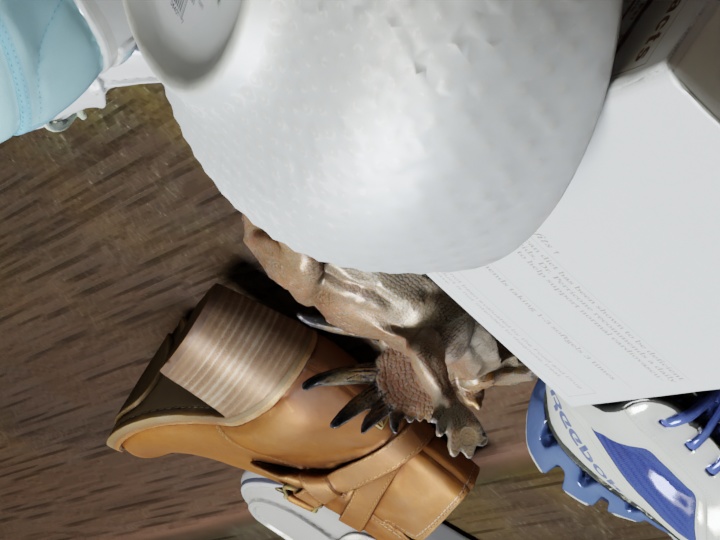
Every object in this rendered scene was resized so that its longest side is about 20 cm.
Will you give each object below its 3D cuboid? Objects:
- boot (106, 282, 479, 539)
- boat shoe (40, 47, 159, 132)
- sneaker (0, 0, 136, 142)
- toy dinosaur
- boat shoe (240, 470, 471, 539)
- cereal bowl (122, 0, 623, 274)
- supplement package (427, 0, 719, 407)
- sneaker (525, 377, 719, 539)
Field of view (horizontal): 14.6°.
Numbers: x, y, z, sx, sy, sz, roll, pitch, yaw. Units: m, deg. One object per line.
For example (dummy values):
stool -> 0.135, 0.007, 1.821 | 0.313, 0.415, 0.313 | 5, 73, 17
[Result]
boot -> -0.035, 0.087, 1.357 | 0.155, 0.074, 0.200 | 33, 161, -6
boat shoe -> -0.121, -0.085, 1.046 | 0.199, 0.067, 0.074 | 11, -162, 4
sneaker -> -0.163, -0.127, 0.943 | 0.200, 0.082, 0.074 | 48, 157, -11
toy dinosaur -> 0.000, 0.000, 1.117 | 0.200, 0.086, 0.135 | 48, 162, -16
boat shoe -> 0.015, 0.160, 1.438 | 0.200, 0.066, 0.072 | 28, 158, 17
cereal bowl -> -0.012, -0.097, 0.773 | 0.200, 0.083, 0.201 | 16, 109, 60
supplement package -> 0.103, -0.045, 0.819 | 0.117, 0.117, 0.200 | 43, 158, -17
sneaker -> 0.140, 0.067, 1.044 | 0.199, 0.081, 0.115 | 27, 159, 24
